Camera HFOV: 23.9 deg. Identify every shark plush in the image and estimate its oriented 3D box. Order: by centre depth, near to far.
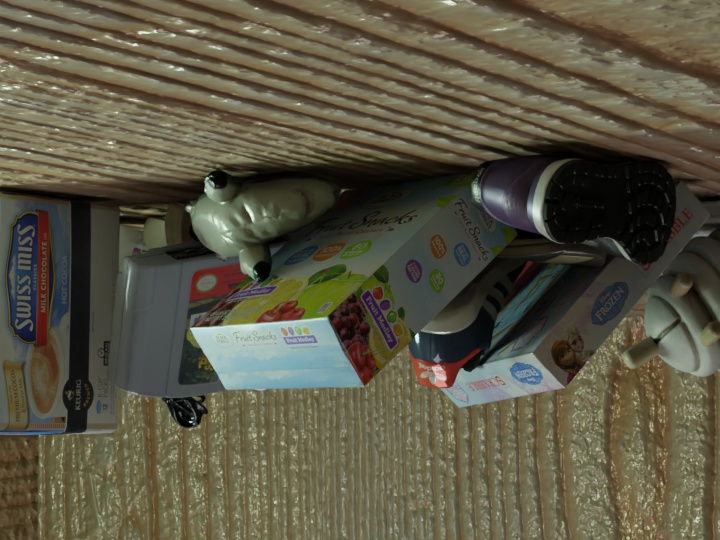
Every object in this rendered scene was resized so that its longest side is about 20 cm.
[{"bbox_3d":[-0.087,-0.040,1.349,0.083,0.091,0.200,-31,-177,-22],"label":"shark plush"}]

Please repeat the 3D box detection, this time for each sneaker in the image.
[{"bbox_3d":[0.156,-0.055,1.239,0.087,0.076,0.200,15,-178,38],"label":"sneaker"},{"bbox_3d":[0.085,0.030,1.386,0.075,0.085,0.200,10,-154,23],"label":"sneaker"}]

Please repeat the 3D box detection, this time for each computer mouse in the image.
[{"bbox_3d":[-0.230,0.072,1.530,0.200,0.044,0.110,32,171,32],"label":"computer mouse"}]

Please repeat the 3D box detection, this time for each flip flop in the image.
[{"bbox_3d":[0.142,-0.042,1.365,0.081,0.058,0.200,6,-167,-9],"label":"flip flop"}]

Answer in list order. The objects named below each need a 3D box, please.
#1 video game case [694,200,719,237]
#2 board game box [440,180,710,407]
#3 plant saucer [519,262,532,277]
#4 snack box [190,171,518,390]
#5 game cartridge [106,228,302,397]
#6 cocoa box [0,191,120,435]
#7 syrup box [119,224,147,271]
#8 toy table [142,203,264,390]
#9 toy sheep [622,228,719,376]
[{"bbox_3d":[0.321,-0.043,1.564,0.181,0.024,0.200,-2,175,28],"label":"video game case"},{"bbox_3d":[0.170,0.024,1.405,0.041,0.200,0.199,46,160,-8],"label":"board game box"},{"bbox_3d":[0.117,0.016,1.554,0.037,0.200,0.200,40,-179,9],"label":"plant saucer"},{"bbox_3d":[-0.005,0.008,1.294,0.168,0.068,0.200,-6,-152,48],"label":"snack box"},{"bbox_3d":[-0.119,0.037,1.431,0.200,0.134,0.041,-11,-146,-40],"label":"game cartridge"},{"bbox_3d":[-0.297,0.040,1.450,0.133,0.201,0.131,-4,173,43],"label":"cocoa box"},{"bbox_3d":[-0.186,0.015,1.659,0.199,0.079,0.081,17,170,-30],"label":"syrup box"},{"bbox_3d":[-0.137,0.024,1.550,0.183,0.117,0.200,16,169,18],"label":"toy table"},{"bbox_3d":[0.315,0.029,1.483,0.199,0.138,0.138,-24,179,-8],"label":"toy sheep"}]
